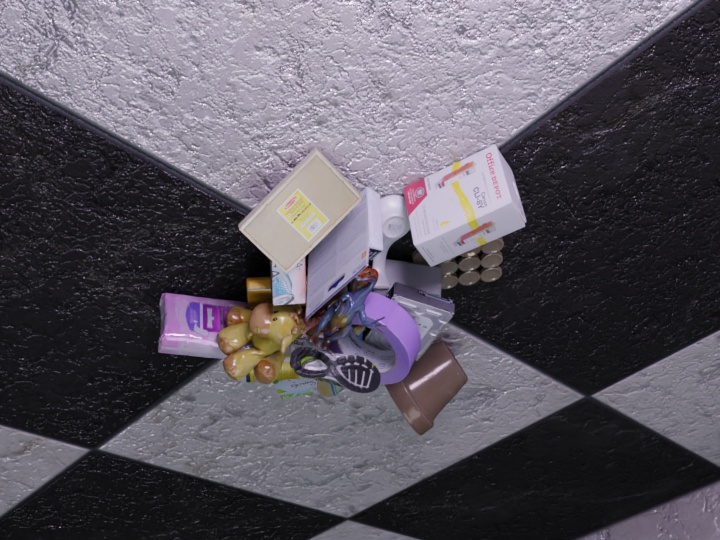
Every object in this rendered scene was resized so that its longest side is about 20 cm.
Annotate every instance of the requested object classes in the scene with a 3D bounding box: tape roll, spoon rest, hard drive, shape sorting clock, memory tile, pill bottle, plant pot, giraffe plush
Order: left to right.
[{"bbox_3d":[-0.179,0.125,1.702,0.196,0.176,0.162,-7,162,-24],"label":"giraffe plush"},{"bbox_3d":[-0.180,0.190,1.916,0.195,0.114,0.114,-3,143,-7],"label":"pill bottle"},{"bbox_3d":[-0.029,0.205,1.944,0.199,0.039,0.202,-41,155,-23],"label":"shape sorting clock"},{"bbox_3d":[0.023,0.139,1.736,0.196,0.066,0.203,18,136,17],"label":"tape roll"},{"bbox_3d":[0.052,-0.062,1.678,0.097,0.061,0.204,2,123,-15],"label":"spoon rest"},{"bbox_3d":[0.097,0.111,1.769,0.137,0.038,0.201,18,140,-12],"label":"hard drive"},{"bbox_3d":[0.160,0.264,2.046,0.173,0.202,0.201,-35,140,3],"label":"plant pot"},{"bbox_3d":[0.208,-0.014,1.808,0.195,0.017,0.155,-9,143,2],"label":"memory tile"}]

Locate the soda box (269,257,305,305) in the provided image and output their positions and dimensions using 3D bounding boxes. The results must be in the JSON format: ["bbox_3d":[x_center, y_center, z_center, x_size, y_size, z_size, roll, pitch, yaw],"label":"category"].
[{"bbox_3d":[-0.138,-0.040,1.594,0.067,0.064,0.205,-3,113,-8],"label":"soda box"}]

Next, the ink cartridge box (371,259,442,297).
[{"bbox_3d":[0.090,0.075,1.825,0.141,0.085,0.202,7,142,-1],"label":"ink cartridge box"}]

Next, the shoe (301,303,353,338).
[{"bbox_3d":[-0.095,0.101,1.857,0.197,0.073,0.091,12,138,-33],"label":"shoe"}]

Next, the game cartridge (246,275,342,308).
[{"bbox_3d":[-0.138,0.043,1.751,0.195,0.033,0.176,-4,167,-9],"label":"game cartridge"}]

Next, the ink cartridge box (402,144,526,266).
[{"bbox_3d":[0.189,-0.120,1.559,0.197,0.148,0.083,-24,140,19],"label":"ink cartridge box"}]

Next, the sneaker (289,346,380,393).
[{"bbox_3d":[-0.052,0.200,1.733,0.196,0.076,0.081,18,173,-9],"label":"sneaker"}]

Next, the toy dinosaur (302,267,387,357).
[{"bbox_3d":[-0.036,0.066,1.617,0.104,0.199,0.183,35,88,-33],"label":"toy dinosaur"}]

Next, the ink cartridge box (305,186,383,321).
[{"bbox_3d":[-0.032,-0.025,1.590,0.040,0.203,0.199,27,132,-27],"label":"ink cartridge box"}]

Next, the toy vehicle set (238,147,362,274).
[{"bbox_3d":[-0.108,-0.105,1.521,0.200,0.027,0.124,-43,112,8],"label":"toy vehicle set"}]

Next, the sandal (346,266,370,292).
[{"bbox_3d":[0.000,0.000,1.736,0.053,0.082,0.202,-1,138,-9],"label":"sandal"}]

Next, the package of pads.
[{"bbox_3d":[-0.329,0.121,1.789,0.195,0.123,0.076,8,141,-20],"label":"package of pads"}]

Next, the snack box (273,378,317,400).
[{"bbox_3d":[-0.115,0.238,2.040,0.195,0.054,0.143,-14,144,4],"label":"snack box"}]
